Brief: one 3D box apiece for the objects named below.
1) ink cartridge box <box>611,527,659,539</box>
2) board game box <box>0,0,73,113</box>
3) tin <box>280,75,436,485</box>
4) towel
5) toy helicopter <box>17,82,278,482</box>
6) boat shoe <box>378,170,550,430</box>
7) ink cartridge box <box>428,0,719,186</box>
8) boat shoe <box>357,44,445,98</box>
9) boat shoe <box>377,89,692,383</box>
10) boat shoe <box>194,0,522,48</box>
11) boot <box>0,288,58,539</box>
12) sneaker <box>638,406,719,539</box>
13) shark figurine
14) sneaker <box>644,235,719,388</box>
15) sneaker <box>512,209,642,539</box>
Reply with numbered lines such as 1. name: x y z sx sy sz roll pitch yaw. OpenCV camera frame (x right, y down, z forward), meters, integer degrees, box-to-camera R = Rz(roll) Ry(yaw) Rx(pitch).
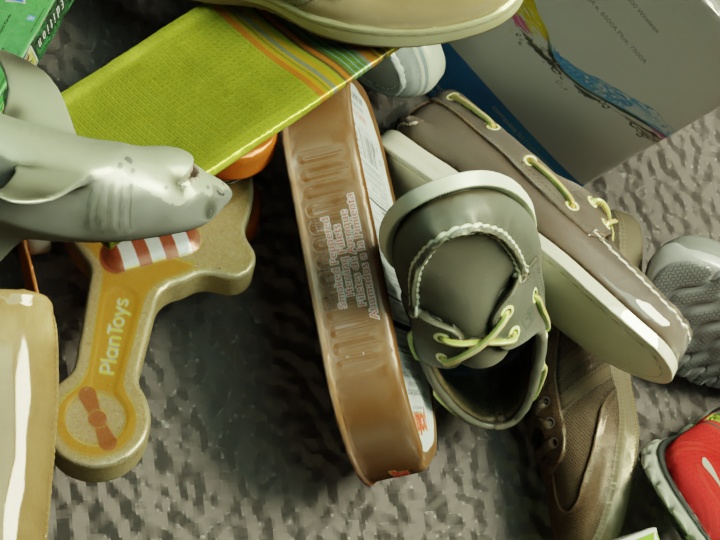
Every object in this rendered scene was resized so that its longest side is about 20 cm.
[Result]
1. ink cartridge box: 0.106 0.169 0.780 0.198 0.148 0.077 -15 79 -36
2. board game box: -0.173 -0.164 0.778 0.104 0.024 0.202 20 61 5
3. tin: 0.000 0.000 0.794 0.112 0.041 0.203 18 60 -76
4. towel: -0.064 -0.089 0.754 0.086 0.018 0.199 37 58 27
5. toy helicopter: -0.114 0.000 0.745 0.131 0.079 0.202 11 55 -6
6. boat shoe: 0.054 0.018 0.764 0.071 0.202 0.061 -15 66 3
7. ink cartridge box: 0.139 -0.157 0.884 0.145 0.200 0.147 46 56 -8
8. boat shoe: -0.047 -0.148 0.853 0.200 0.070 0.072 41 61 -6
9. boat shoe: 0.093 -0.022 0.842 0.199 0.072 0.059 39 70 25
10. boat shoe: -0.020 -0.156 0.759 0.197 0.065 0.073 12 52 6
11. boot: -0.202 0.113 0.648 0.173 0.066 0.203 -2 72 -16
12. sneaker: 0.204 0.096 0.860 0.077 0.085 0.200 56 25 1
13. shark figurine: -0.171 -0.043 0.664 0.213 0.090 0.128 28 26 6
14. sneaker: 0.219 0.023 0.944 0.199 0.074 0.083 32 43 -43
15. sneaker: 0.103 0.056 0.879 0.075 0.071 0.202 12 62 -8
